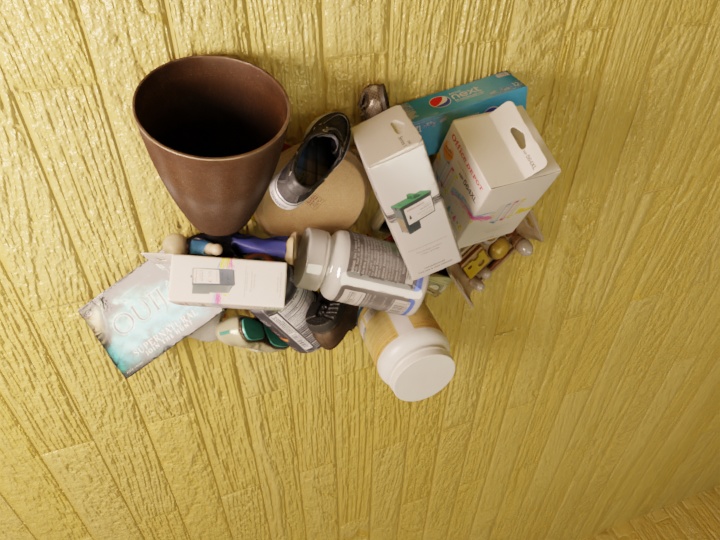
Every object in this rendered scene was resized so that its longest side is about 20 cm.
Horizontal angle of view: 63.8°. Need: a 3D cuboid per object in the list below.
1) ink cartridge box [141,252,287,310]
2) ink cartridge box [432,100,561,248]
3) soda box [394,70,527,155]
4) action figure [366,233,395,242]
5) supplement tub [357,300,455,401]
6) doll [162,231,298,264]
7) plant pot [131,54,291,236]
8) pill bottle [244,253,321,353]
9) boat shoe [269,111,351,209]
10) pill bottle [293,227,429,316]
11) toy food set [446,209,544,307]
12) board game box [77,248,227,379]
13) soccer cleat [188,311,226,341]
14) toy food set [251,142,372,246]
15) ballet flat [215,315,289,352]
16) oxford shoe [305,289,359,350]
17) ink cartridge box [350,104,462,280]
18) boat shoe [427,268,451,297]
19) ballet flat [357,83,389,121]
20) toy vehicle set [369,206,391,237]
[{"bbox_3d":[-0.210,0.019,0.840,0.198,0.117,0.068,4,83,-10],"label":"ink cartridge box"},{"bbox_3d":[0.195,-0.146,0.886,0.124,0.129,0.200,-17,157,-18],"label":"ink cartridge box"},{"bbox_3d":[0.157,-0.244,0.908,0.199,0.064,0.068,-19,134,-8],"label":"soda box"},{"bbox_3d":[0.109,-0.076,1.003,0.198,0.052,0.066,-18,139,0],"label":"action figure"},{"bbox_3d":[0.083,0.131,1.103,0.143,0.201,0.145,-13,133,-14],"label":"supplement tub"},{"bbox_3d":[-0.196,-0.038,0.864,0.198,0.137,0.049,2,103,0],"label":"doll"},{"bbox_3d":[-0.191,-0.143,0.772,0.185,0.188,0.201,-9,147,-17],"label":"plant pot"},{"bbox_3d":[-0.132,0.053,1.003,0.106,0.107,0.200,-33,134,6],"label":"pill bottle"},{"bbox_3d":[-0.055,-0.165,0.797,0.070,0.200,0.066,47,140,-15],"label":"boat shoe"},{"bbox_3d":[0.000,0.000,0.928,0.198,0.114,0.114,13,123,-17],"label":"pill bottle"},{"bbox_3d":[0.263,-0.028,1.121,0.200,0.060,0.144,-44,140,1],"label":"toy food set"},{"bbox_3d":[-0.328,0.061,0.916,0.199,0.028,0.136,-35,93,5],"label":"board game box"},{"bbox_3d":[-0.257,0.044,0.967,0.077,0.070,0.201,6,127,-19],"label":"soccer cleat"},{"bbox_3d":[-0.078,-0.123,0.916,0.197,0.049,0.201,14,122,-33],"label":"toy food set"},{"bbox_3d":[-0.190,0.115,1.032,0.069,0.070,0.200,-36,158,8],"label":"ballet flat"},{"bbox_3d":[-0.032,0.059,1.013,0.072,0.200,0.085,2,128,29],"label":"oxford shoe"},{"bbox_3d":[0.065,-0.113,0.834,0.084,0.146,0.201,-23,125,4],"label":"ink cartridge box"},{"bbox_3d":[0.091,0.009,1.094,0.200,0.073,0.063,11,119,-41],"label":"boat shoe"},{"bbox_3d":[0.033,-0.193,0.900,0.046,0.068,0.201,-8,132,10],"label":"ballet flat"},{"bbox_3d":[0.129,-0.101,1.045,0.199,0.027,0.125,14,121,-33],"label":"toy vehicle set"}]
